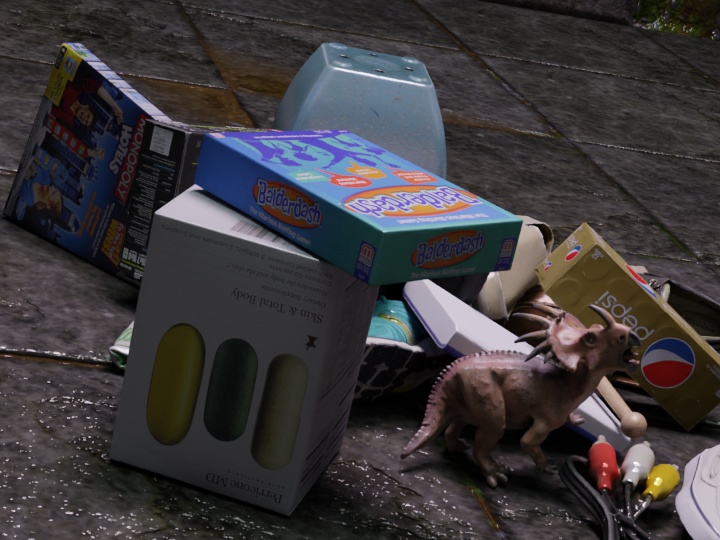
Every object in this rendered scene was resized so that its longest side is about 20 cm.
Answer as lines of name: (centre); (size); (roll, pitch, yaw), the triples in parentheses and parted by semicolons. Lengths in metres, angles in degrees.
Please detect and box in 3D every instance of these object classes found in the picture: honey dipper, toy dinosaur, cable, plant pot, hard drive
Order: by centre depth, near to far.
cable: (0.203, 0.181, 1.479); (0.097, 0.050, 0.200); (19, 17, 3)
toy dinosaur: (0.122, 0.092, 1.528); (0.200, 0.136, 0.086); (-10, 27, -3)
hard drive: (0.135, 0.082, 1.646); (0.200, 0.025, 0.132); (32, 10, -24)
honey dipper: (0.208, 0.094, 1.677); (0.038, 0.038, 0.200); (7, 23, -17)
plant pot: (-0.002, -0.132, 2.035); (0.196, 0.200, 0.196); (10, 18, -8)

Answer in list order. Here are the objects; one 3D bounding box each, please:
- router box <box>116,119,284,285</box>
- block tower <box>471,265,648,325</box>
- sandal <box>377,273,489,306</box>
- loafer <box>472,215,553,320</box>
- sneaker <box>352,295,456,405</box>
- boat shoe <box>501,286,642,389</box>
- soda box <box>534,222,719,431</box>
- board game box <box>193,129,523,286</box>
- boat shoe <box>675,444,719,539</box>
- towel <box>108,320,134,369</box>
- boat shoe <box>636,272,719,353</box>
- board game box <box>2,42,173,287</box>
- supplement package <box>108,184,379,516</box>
router box: (-0.128, -0.059, 1.776); (0.062, 0.150, 0.200); (19, 11, 38)
block tower: (0.208, 0.025, 1.914); (0.200, 0.054, 0.058); (4, 30, -17)
sandal: (0.057, 0.010, 1.741); (0.048, 0.076, 0.200); (14, -24, -27)
loafer: (0.143, -0.010, 1.796); (0.068, 0.076, 0.200); (-9, 21, 16)
sneaker: (0.018, 0.065, 1.639); (0.080, 0.078, 0.200); (53, 24, 18)
boat shoe: (0.234, 0.068, 1.803); (0.200, 0.076, 0.074); (13, 21, 2)
soda box: (0.251, 0.052, 1.721); (0.200, 0.068, 0.064); (43, 12, -15)
board game box: (-0.003, -0.051, 1.403); (0.152, 0.045, 0.200); (-6, 28, -46)
boat shoe: (0.300, 0.181, 1.499); (0.072, 0.066, 0.200); (46, 17, 1)
towel: (-0.129, 0.061, 1.660); (0.152, 0.023, 0.200); (14, 18, 5)
boat shoe: (0.287, 0.033, 1.860); (0.200, 0.072, 0.066); (17, -19, -14)
board game box: (-0.236, -0.084, 1.815); (0.200, 0.200, 0.062); (40, 30, 26)
supplement package: (-0.082, 0.051, 1.438); (0.151, 0.200, 0.151); (16, 19, 10)
